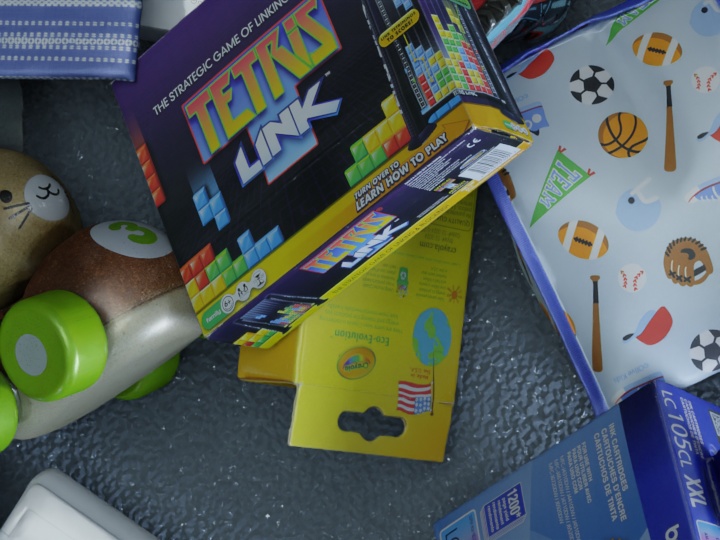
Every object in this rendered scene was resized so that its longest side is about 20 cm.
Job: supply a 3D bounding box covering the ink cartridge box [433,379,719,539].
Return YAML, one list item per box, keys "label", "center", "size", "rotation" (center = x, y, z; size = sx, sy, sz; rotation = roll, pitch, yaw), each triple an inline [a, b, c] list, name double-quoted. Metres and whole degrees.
- label: "ink cartridge box"
  center: [0.141, 0.152, 1.367]
  size: [0.200, 0.076, 0.137]
  rotation: [-36, 49, 31]

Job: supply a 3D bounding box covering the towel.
- label: "towel"
  center: [-0.182, -0.199, 1.434]
  size: [0.144, 0.024, 0.201]
  rotation: [1, 77, 13]

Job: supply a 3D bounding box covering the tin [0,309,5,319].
- label: "tin"
  center: [-0.262, 0.027, 1.513]
  size: [0.112, 0.042, 0.201]
  rotation: [32, 90, 5]

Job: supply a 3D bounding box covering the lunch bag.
- label: "lunch bag"
  center: [0.161, -0.044, 1.424]
  size: [0.169, 0.124, 0.201]
  rotation: [-27, 91, 5]

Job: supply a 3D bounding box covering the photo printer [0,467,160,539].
- label: "photo printer"
  center: [-0.138, 0.232, 1.463]
  size: [0.200, 0.069, 0.167]
  rotation: [33, 92, 9]

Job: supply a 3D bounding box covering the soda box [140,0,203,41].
- label: "soda box"
  center: [-0.050, -0.152, 1.484]
  size: [0.199, 0.068, 0.064]
  rotation: [11, 87, 8]

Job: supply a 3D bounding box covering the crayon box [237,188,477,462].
- label: "crayon box"
  center: [0.000, 0.000, 1.437]
  size: [0.051, 0.127, 0.201]
  rotation: [2, 84, 46]

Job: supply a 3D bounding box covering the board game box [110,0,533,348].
- label: "board game box"
  center: [-0.025, -0.082, 1.351]
  size: [0.200, 0.057, 0.166]
  rotation: [-38, 62, 29]

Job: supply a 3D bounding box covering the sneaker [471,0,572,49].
- label: "sneaker"
  center: [0.084, -0.151, 1.428]
  size: [0.079, 0.096, 0.200]
  rotation: [16, 53, 33]

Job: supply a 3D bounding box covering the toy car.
- label: "toy car"
  center: [-0.179, -0.021, 1.420]
  size: [0.158, 0.164, 0.201]
  rotation: [-35, 81, 38]
